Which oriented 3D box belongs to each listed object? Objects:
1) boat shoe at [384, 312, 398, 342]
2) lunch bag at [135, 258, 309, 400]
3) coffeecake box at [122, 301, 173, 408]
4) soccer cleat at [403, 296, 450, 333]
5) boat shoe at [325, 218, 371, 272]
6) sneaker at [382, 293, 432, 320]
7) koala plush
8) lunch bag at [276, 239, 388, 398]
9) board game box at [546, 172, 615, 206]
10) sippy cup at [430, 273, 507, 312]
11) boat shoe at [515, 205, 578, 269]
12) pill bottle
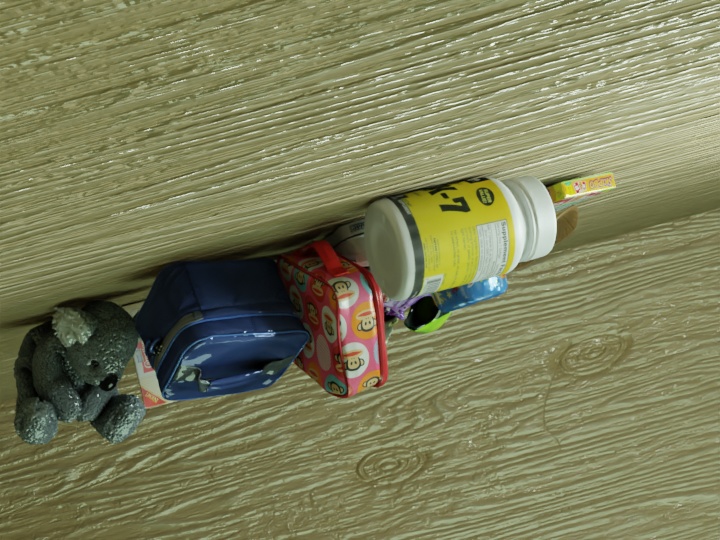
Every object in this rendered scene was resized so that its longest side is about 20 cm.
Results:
[{"bbox_3d":[-0.008,0.068,1.559,0.061,0.072,0.201,-56,151,10],"label":"boat shoe"},{"bbox_3d":[-0.170,0.078,1.277,0.198,0.133,0.136,-5,142,-38],"label":"lunch bag"},{"bbox_3d":[-0.245,0.108,1.592,0.197,0.156,0.073,-14,175,-10],"label":"coffeecake box"},{"bbox_3d":[0.127,0.006,1.525,0.081,0.067,0.202,-10,129,-62],"label":"soccer cleat"},{"bbox_3d":[-0.007,-0.020,1.374,0.072,0.066,0.200,-15,175,-3],"label":"boat shoe"},{"bbox_3d":[0.028,0.031,1.450,0.197,0.085,0.081,-8,-166,-3],"label":"sneaker"},{"bbox_3d":[-0.365,0.110,1.420,0.175,0.186,0.200,4,144,-38],"label":"koala plush"},{"bbox_3d":[-0.042,0.047,1.313,0.081,0.179,0.200,-15,-157,-23],"label":"lunch bag"},{"bbox_3d":[0.261,-0.096,1.506,0.094,0.030,0.199,-13,178,-30],"label":"board game box"},{"bbox_3d":[0.129,-0.019,1.374,0.176,0.132,0.139,-19,176,17],"label":"sippy cup"},{"bbox_3d":[0.253,-0.063,1.644,0.199,0.073,0.072,-28,-137,-32],"label":"boat shoe"},{"bbox_3d":[0.113,-0.042,1.193,0.197,0.116,0.114,-13,175,-21],"label":"pill bottle"}]
